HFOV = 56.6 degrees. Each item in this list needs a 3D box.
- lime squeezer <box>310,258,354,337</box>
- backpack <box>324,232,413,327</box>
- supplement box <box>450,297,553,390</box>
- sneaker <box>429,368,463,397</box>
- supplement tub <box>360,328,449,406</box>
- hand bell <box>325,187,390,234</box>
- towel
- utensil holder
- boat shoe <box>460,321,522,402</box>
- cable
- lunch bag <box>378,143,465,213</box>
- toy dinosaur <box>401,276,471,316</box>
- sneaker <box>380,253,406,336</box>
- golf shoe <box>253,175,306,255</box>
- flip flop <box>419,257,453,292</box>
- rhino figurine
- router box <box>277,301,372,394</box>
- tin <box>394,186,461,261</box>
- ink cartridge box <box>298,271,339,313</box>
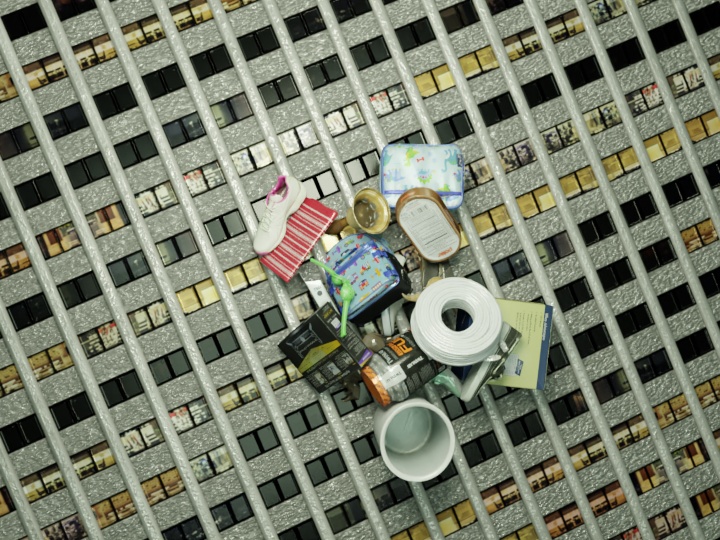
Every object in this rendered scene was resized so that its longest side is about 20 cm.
[{"bbox_3d":[-0.049,0.040,1.469,0.037,0.071,0.202,-3,58,-40],"label":"lime squeezer"},{"bbox_3d":[0.000,0.000,1.547,0.182,0.134,0.202,-34,63,14],"label":"backpack"},{"bbox_3d":[0.336,0.168,1.605,0.197,0.134,0.203,7,89,-5],"label":"supplement box"},{"bbox_3d":[0.151,0.266,1.608,0.200,0.074,0.119,38,80,12],"label":"sneaker"},{"bbox_3d":[0.106,0.211,1.517,0.199,0.122,0.123,-33,92,-15],"label":"supplement tub"},{"bbox_3d":[-0.030,-0.114,1.552,0.103,0.199,0.106,8,75,-34],"label":"hand bell"},{"bbox_3d":[-0.145,-0.077,1.573,0.022,0.144,0.201,39,85,-39],"label":"towel"},{"bbox_3d":[0.114,0.374,1.548,0.167,0.200,0.173,0,89,-6],"label":"utensil holder"},{"bbox_3d":[0.295,0.214,1.499,0.063,0.071,0.201,32,86,-2],"label":"boat shoe"},{"bbox_3d":[0.210,0.111,1.461,0.197,0.070,0.202,-12,59,-8],"label":"cable"},{"bbox_3d":[0.142,-0.208,1.551,0.197,0.082,0.163,3,82,-1],"label":"lunch bag"},{"bbox_3d":[0.172,0.068,1.570,0.198,0.058,0.103,-14,100,-27],"label":"toy dinosaur"},{"bbox_3d":[0.083,0.057,1.613,0.070,0.073,0.203,1,88,2],"label":"sneaker"},{"bbox_3d":[-0.206,-0.135,1.575,0.075,0.091,0.202,24,83,28],"label":"golf shoe"},{"bbox_3d":[0.174,-0.017,1.637,0.080,0.058,0.203,-7,74,-10],"label":"flip flop"},{"bbox_3d":[0.008,0.234,1.604,0.087,0.060,0.201,30,103,-15],"label":"rhino figurine"},{"bbox_3d":[-0.085,0.182,1.539,0.158,0.200,0.052,49,47,-2],"label":"router box"},{"bbox_3d":[0.155,-0.101,1.521,0.111,0.042,0.200,-25,125,22],"label":"tin"},{"bbox_3d":[-0.082,0.081,1.585,0.039,0.099,0.202,-31,93,-5],"label":"ink cartridge box"}]
